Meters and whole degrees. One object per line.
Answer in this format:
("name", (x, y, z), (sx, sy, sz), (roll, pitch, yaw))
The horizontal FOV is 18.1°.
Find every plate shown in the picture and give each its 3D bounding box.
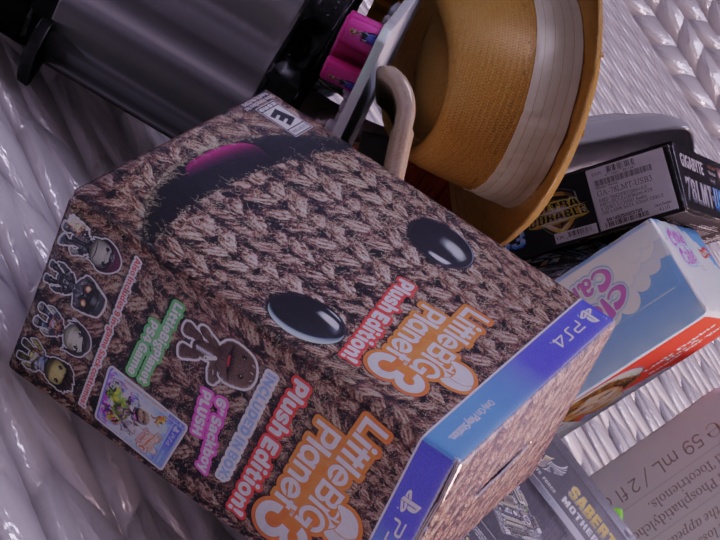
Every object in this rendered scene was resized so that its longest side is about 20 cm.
("plate", (0.126, -0.057, 1.529), (0.200, 0.200, 0.032), (61, 22, -69))

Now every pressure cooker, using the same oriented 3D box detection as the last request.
("pressure cooker", (-0.098, -0.170, 1.212), (0.200, 0.179, 0.176), (30, 21, -2))

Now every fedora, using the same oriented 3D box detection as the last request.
("fedora", (0.065, -0.110, 1.292), (0.082, 0.201, 0.201), (16, 31, -20))

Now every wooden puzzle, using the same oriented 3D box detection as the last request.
("wooden puzzle", (0.000, 0.000, 1.174), (0.185, 0.037, 0.200), (76, 21, -89))

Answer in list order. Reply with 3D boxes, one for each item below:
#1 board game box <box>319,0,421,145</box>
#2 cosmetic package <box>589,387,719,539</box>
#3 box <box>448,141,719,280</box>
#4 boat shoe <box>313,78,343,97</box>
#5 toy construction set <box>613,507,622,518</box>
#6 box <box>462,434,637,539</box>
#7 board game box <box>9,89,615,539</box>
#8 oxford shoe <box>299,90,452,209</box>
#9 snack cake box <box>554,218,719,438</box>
("board game box", (-0.025, -0.061, 1.212), (0.026, 0.200, 0.200), (27, 17, 0))
("cosmetic package", (0.230, 0.196, 1.411), (0.200, 0.167, 0.166), (56, 15, 13))
("box", (0.131, -0.025, 1.434), (0.200, 0.198, 0.050), (6, 71, -68))
("boat shoe", (-0.024, -0.131, 1.438), (0.073, 0.062, 0.200), (57, 8, -6))
("toy construction set", (0.101, 0.194, 1.202), (0.200, 0.092, 0.131), (-94, -178, -50))
("box", (0.082, 0.166, 1.066), (0.200, 0.048, 0.158), (52, 35, 0))
("board game box", (-0.019, 0.032, 0.989), (0.200, 0.097, 0.159), (34, 33, 14))
("oxford shoe", (-0.004, -0.076, 1.396), (0.200, 0.071, 0.073), (12, 47, -33))
("snack cake box", (0.121, 0.052, 1.348), (0.067, 0.200, 0.115), (60, 17, 15))
